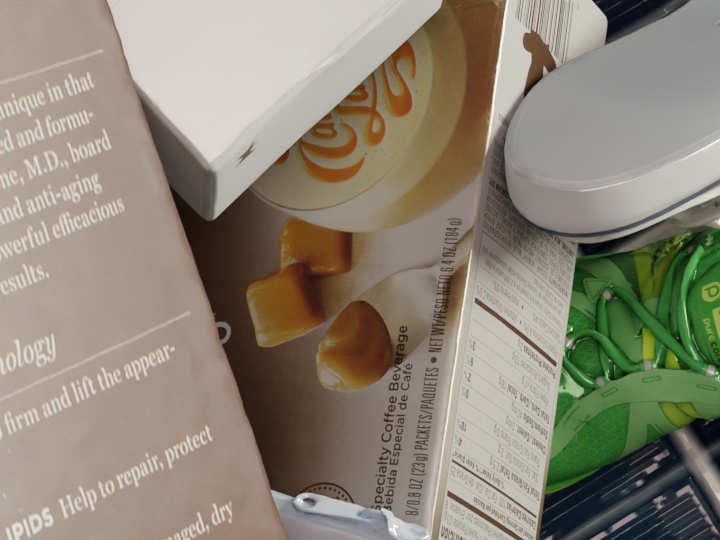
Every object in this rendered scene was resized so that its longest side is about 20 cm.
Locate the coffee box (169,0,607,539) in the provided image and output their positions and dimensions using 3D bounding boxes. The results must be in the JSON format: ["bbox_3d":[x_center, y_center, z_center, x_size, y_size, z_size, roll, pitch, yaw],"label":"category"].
[{"bbox_3d":[0.000,0.000,0.925,0.114,0.080,0.201,1,71,27],"label":"coffee box"}]

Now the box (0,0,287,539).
[{"bbox_3d":[-0.151,0.025,0.780,0.166,0.164,0.201,-16,96,35],"label":"box"}]

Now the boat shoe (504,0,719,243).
[{"bbox_3d":[0.115,-0.045,0.931,0.073,0.066,0.200,18,35,36],"label":"boat shoe"}]

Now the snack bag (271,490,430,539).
[{"bbox_3d":[-0.081,0.136,0.892,0.188,0.021,0.201,17,110,19],"label":"snack bag"}]

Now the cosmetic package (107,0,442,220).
[{"bbox_3d":[-0.076,-0.123,0.858,0.101,0.071,0.200,-43,84,-11],"label":"cosmetic package"}]

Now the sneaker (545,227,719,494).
[{"bbox_3d":[0.103,0.018,0.955,0.199,0.084,0.074,-19,82,-2],"label":"sneaker"}]
